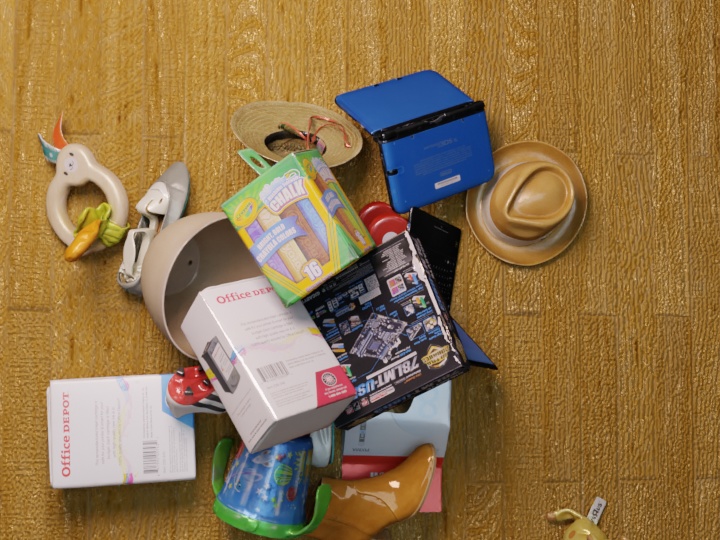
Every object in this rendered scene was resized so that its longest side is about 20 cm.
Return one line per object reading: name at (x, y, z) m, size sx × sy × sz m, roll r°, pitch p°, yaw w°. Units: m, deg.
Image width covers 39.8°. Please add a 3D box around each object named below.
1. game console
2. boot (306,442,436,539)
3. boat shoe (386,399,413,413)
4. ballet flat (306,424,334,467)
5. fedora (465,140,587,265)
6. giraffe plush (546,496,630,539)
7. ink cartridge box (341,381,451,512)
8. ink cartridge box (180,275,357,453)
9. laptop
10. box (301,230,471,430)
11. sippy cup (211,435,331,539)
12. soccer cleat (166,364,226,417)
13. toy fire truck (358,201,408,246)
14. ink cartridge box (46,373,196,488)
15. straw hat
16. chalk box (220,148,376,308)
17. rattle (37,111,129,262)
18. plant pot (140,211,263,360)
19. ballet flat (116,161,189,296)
game console at (0.081, -0.194, 1.462) m, size 0.198 × 0.118 × 0.174 m, roll -21°, pitch 108°, yaw -31°
boot at (0.010, 0.316, 1.419) m, size 0.142 × 0.071 × 0.204 m, roll 23°, pitch 104°, yaw -18°
boat shoe at (0.056, 0.128, 1.426) m, size 0.065 × 0.201 × 0.075 m, roll -7°, pitch 116°, yaw 27°
ballet flat at (-0.064, 0.183, 1.442) m, size 0.068 × 0.069 × 0.205 m, roll 5°, pitch 89°, yaw -8°
fedora at (0.259, -0.106, 1.501) m, size 0.196 × 0.082 × 0.205 m, roll 1°, pitch 86°, yaw -8°
giraffe plush at (0.349, 0.440, 1.437) m, size 0.169 × 0.162 × 0.204 m, roll 12°, pitch 85°, yaw -7°
ink cartridge box at (0.051, 0.255, 1.464) m, size 0.157 × 0.047 × 0.205 m, roll 2°, pitch 84°, yaw -8°
ink cartridge box at (-0.119, 0.115, 1.280) m, size 0.146 × 0.086 × 0.201 m, roll -11°, pitch 58°, yaw -44°
laptop at (0.134, 0.028, 1.416) m, size 0.102 × 0.176 × 0.204 m, roll 6°, pitch 84°, yaw 29°
box at (0.023, 0.082, 1.335) m, size 0.198 × 0.050 × 0.201 m, roll -29°, pitch 70°, yaw 18°
sippy cup at (-0.125, 0.285, 1.383) m, size 0.174 × 0.140 × 0.133 m, roll 16°, pitch 91°, yaw -1°
soccer cleat at (-0.170, 0.156, 1.357) m, size 0.197 × 0.086 × 0.069 m, roll -11°, pitch 57°, yaw -24°
toy fire truck at (0.000, 0.000, 1.452) m, size 0.196 × 0.112 × 0.171 m, roll -11°, pitch 106°, yaw -8°
ink cartridge box at (-0.331, 0.221, 1.391) m, size 0.196 × 0.085 × 0.148 m, roll -2°, pitch 86°, yaw -10°
straw hat at (-0.097, -0.165, 1.445) m, size 0.197 × 0.203 × 0.086 m, roll 11°, pitch 126°, yaw -8°
chalk box at (-0.088, -0.078, 1.290) m, size 0.123 × 0.124 × 0.202 m, roll -31°, pitch 93°, yaw 16°
rattle at (-0.414, -0.115, 1.370) m, size 0.128 × 0.142 × 0.204 m, roll -15°, pitch 98°, yaw 32°
plant pot at (-0.226, 0.006, 1.376) m, size 0.198 × 0.133 × 0.204 m, roll -21°, pitch 121°, yaw -39°
ballet flat at (-0.297, -0.064, 1.418) m, size 0.063 × 0.067 × 0.204 m, roll 21°, pitch 84°, yaw -51°
